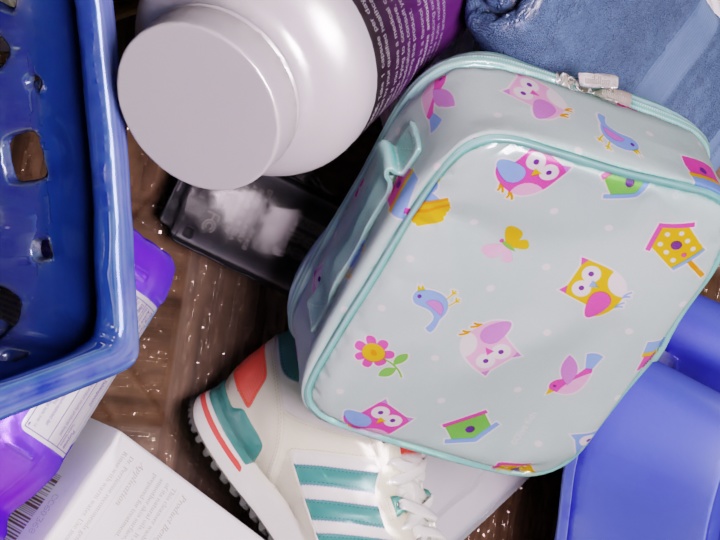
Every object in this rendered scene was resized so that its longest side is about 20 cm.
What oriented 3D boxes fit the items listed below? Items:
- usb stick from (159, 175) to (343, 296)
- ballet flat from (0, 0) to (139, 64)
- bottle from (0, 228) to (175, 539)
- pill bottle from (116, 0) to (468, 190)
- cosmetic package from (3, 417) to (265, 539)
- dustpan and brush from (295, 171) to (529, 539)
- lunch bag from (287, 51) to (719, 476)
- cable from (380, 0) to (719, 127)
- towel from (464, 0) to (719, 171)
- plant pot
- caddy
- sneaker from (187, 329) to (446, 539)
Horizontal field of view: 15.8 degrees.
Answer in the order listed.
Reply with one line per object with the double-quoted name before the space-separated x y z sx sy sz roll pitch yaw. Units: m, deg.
"usb stick" 0.000 0.000 1.261 0.200 0.033 0.055 26 93 -7
"ballet flat" -0.130 -0.140 1.186 0.200 0.063 0.069 -25 109 -25
"bottle" -0.164 0.063 1.185 0.065 0.084 0.200 37 78 -29
"pill bottle" -0.023 -0.115 1.127 0.200 0.112 0.113 -47 121 -49
"cosmetic package" -0.092 0.166 1.245 0.200 0.081 0.113 43 76 -29
"dustpan and brush" 0.019 0.036 1.312 0.140 0.057 0.200 -40 122 -32
"lunch bag" 0.062 -0.005 1.163 0.160 0.077 0.200 17 127 -19
"cable" 0.100 -0.101 1.301 0.200 0.069 0.200 -25 123 -26
"towel" 0.117 -0.098 1.206 0.112 0.049 0.200 -52 141 -12
"plant pot" -0.223 -0.040 1.057 0.200 0.180 0.200 -19 109 -54
"caddy" 0.151 0.098 1.334 0.141 0.105 0.200 -47 150 -44
"sneaker" 0.008 0.110 1.234 0.093 0.200 0.070 -44 163 12
